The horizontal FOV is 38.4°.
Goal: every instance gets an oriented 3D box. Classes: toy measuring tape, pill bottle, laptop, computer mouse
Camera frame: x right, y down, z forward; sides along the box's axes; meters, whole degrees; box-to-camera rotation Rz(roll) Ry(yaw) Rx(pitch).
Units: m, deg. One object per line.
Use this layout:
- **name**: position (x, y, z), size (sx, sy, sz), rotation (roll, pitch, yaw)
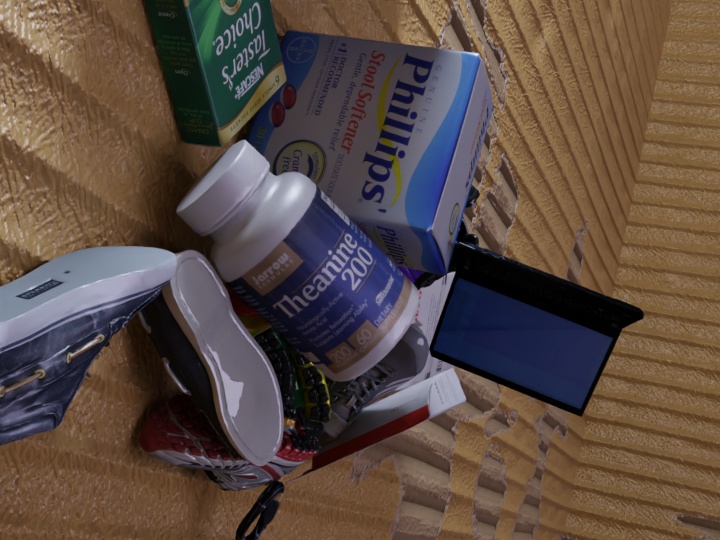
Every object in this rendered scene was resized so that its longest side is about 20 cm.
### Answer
- **toy measuring tape**: position (-0.086, 0.014, 0.947), size (0.200, 0.073, 0.074), rotation (-28, 126, -39)
- **pill bottle**: position (-0.054, -0.010, 0.863), size (0.200, 0.111, 0.111), rotation (44, 50, -18)
- **laptop**: position (0.159, 0.062, 0.996), size (0.200, 0.176, 0.104), rotation (51, 60, -81)
- **computer mouse**: position (-0.111, 0.289, 0.989), size (0.059, 0.034, 0.201), rotation (-15, 132, -60)

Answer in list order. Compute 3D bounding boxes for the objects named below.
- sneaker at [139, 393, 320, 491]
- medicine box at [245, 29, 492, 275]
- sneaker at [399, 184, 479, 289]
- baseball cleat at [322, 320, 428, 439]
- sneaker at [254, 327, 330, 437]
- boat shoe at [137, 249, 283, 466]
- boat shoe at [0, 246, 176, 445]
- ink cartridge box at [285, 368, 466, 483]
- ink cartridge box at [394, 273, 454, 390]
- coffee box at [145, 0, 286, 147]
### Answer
- **sneaker**: position (-0.121, 0.167, 0.938), size (0.082, 0.078, 0.200), rotation (-47, 144, 17)
- **medicine box**: position (0.005, -0.113, 0.968), size (0.103, 0.199, 0.183), rotation (56, 48, -63)
- **sneaker**: position (0.069, -0.013, 1.073), size (0.070, 0.099, 0.201), rotation (-64, 172, -60)
- **baseball cleat**: position (0.003, 0.129, 1.117), size (0.107, 0.070, 0.200), rotation (-54, -176, -38)
- **sneaker**: position (-0.075, 0.068, 1.043), size (0.085, 0.078, 0.201), rotation (-121, -152, -76)
- **boat shoe**: position (-0.127, 0.076, 0.853), size (0.074, 0.060, 0.201), rotation (-52, 126, -44)
- **boat shoe**: position (-0.206, 0.047, 0.725), size (0.200, 0.071, 0.091), rotation (-28, 125, -53)
- **ink cartridge box**: position (0.016, 0.171, 1.158), size (0.200, 0.162, 0.057), rotation (6, 59, -65)
- **ink cartridge box**: position (0.058, 0.066, 1.303), size (0.200, 0.084, 0.147), rotation (5, 94, -66)
- **coffee box**: position (-0.120, -0.216, 0.842), size (0.123, 0.044, 0.201), rotation (-55, 146, -45)
